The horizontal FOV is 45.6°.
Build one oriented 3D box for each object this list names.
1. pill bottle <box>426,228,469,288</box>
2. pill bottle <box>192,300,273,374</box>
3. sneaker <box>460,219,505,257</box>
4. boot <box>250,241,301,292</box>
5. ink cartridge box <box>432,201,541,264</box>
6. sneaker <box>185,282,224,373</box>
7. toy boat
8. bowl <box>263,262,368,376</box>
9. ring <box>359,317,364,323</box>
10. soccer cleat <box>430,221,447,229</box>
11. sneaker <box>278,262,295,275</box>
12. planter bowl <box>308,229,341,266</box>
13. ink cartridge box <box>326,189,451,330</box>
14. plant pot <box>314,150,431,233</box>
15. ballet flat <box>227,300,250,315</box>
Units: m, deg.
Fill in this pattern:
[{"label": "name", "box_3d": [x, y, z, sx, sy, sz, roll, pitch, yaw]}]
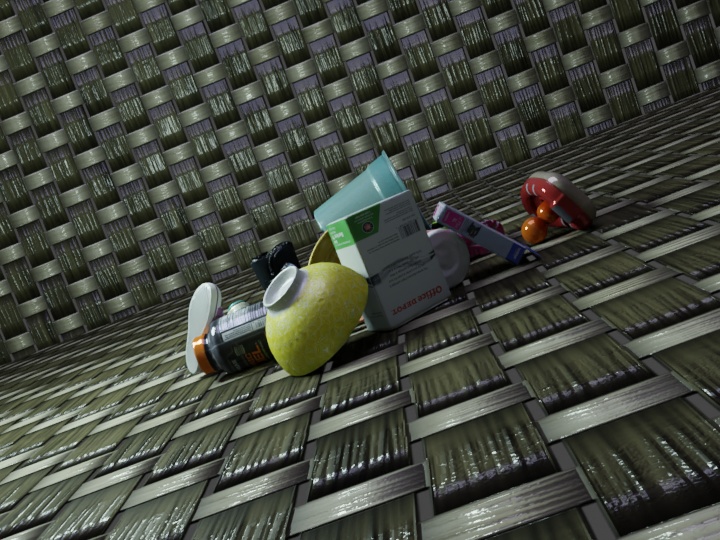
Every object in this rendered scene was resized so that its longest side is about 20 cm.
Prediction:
[{"label": "pill bottle", "box_3d": [0.120, -0.020, 1.641, 0.110, 0.112, 0.200, -24, 8, -18]}, {"label": "pill bottle", "box_3d": [-0.206, 0.123, 1.571, 0.197, 0.108, 0.106, -21, 7, 4]}, {"label": "sneaker", "box_3d": [0.199, -0.050, 1.788, 0.197, 0.083, 0.088, -14, 5, -9]}, {"label": "boot", "box_3d": [-0.130, 0.012, 1.901, 0.198, 0.170, 0.076, -21, 7, -3]}, {"label": "ink cartridge box", "box_3d": [0.229, -0.063, 1.564, 0.119, 0.198, 0.042, -77, 13, -82]}, {"label": "sneaker", "box_3d": [-0.271, 0.102, 1.657, 0.113, 0.202, 0.073, -9, 42, -33]}, {"label": "toy boat", "box_3d": [0.362, -0.109, 1.660, 0.131, 0.130, 0.200, -50, 6, 4]}, {"label": "bowl", "box_3d": [-0.093, 0.056, 1.379, 0.200, 0.107, 0.201, -40, 26, 23]}, {"label": "ring", "box_3d": [-0.004, 0.084, 1.614, 0.198, 0.019, 0.201, -21, 8, 3]}, {"label": "soccer cleat", "box_3d": [0.183, -0.076, 1.973, 0.067, 0.082, 0.200, -22, 7, -5]}, {"label": "sneaker", "box_3d": [-0.122, 0.035, 1.660, 0.073, 0.072, 0.200, -61, -13, -2]}, {"label": "planter bowl", "box_3d": [0.000, 0.000, 1.635, 0.198, 0.203, 0.083, -18, -31, 27]}, {"label": "ink cartridge box", "box_3d": [0.050, -0.015, 1.468, 0.145, 0.203, 0.083, -24, 5, -29]}, {"label": "plant pot", "box_3d": [0.020, -0.112, 1.786, 0.195, 0.202, 0.200, -32, 6, 5]}, {"label": "ballet flat", "box_3d": [-0.249, 0.129, 1.783, 0.067, 0.063, 0.201, -28, -18, -17]}]
